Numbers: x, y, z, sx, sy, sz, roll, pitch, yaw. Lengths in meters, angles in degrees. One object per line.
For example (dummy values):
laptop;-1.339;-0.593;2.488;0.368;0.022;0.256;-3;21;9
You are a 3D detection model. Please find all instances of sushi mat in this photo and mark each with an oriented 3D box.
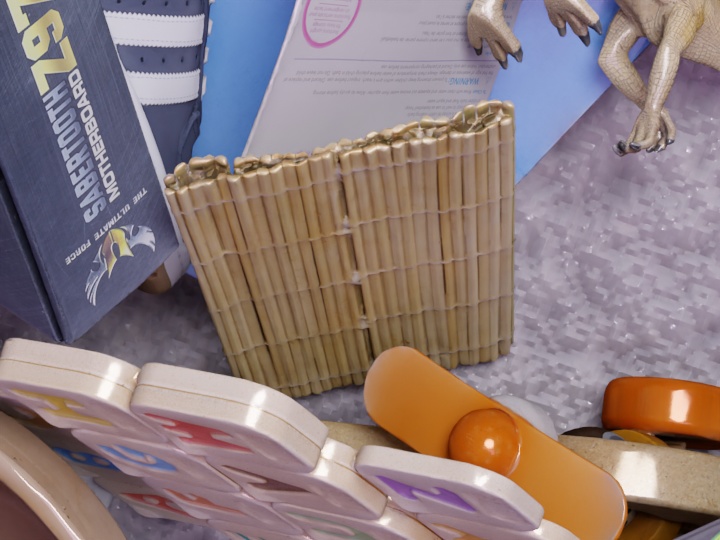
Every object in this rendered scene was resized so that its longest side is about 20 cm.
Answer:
sushi mat;0.000;0.000;0.736;0.095;0.200;0.012;-10;70;0

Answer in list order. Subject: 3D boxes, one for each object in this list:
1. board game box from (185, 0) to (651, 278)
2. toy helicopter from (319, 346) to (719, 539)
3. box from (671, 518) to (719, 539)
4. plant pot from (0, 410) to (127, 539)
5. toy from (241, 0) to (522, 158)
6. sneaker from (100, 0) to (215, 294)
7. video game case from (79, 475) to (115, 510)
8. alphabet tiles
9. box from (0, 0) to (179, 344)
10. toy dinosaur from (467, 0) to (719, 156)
board game box;-0.005;-0.086;0.781;0.158;0.039;0.200;40;104;-12
toy helicopter;0.027;0.064;0.781;0.199;0.132;0.079;5;81;12
box;0.123;0.110;0.750;0.035;0.200;0.110;48;129;24
plant pot;-0.141;0.120;0.771;0.200;0.093;0.202;4;103;16
toy;0.015;-0.120;0.711;0.047;0.115;0.201;33;112;30
sneaker;-0.062;-0.091;0.720;0.108;0.070;0.200;-42;137;-25
video game case;-0.196;0.099;0.835;0.199;0.023;0.183;18;104;-5
alphabet tiles;-0.020;0.070;0.733;0.195;0.200;0.015;9;71;32
box;-0.149;-0.084;0.680;0.051;0.200;0.158;-43;142;-24
toy dinosaur;0.077;-0.104;0.728;0.101;0.058;0.200;-50;129;-24
